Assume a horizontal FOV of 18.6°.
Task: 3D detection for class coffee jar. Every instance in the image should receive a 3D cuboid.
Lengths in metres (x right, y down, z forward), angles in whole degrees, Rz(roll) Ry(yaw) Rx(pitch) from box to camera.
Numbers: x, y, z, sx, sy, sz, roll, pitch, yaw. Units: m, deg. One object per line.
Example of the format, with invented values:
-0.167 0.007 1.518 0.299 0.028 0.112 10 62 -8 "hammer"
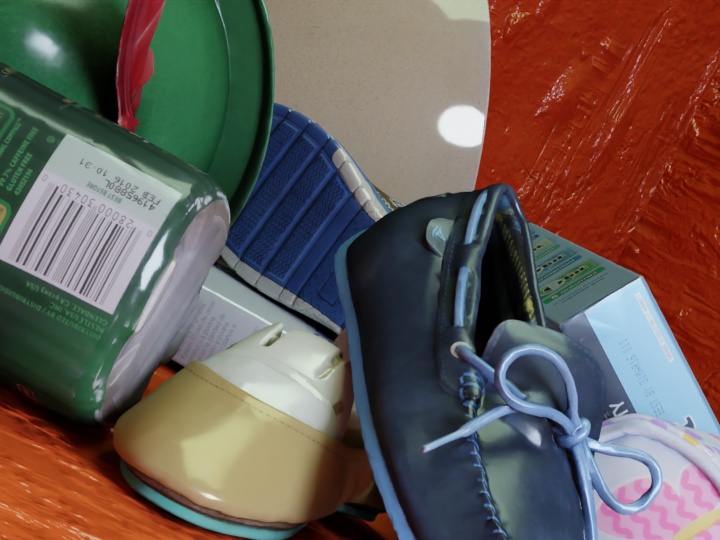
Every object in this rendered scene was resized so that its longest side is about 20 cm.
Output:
-0.143 -0.033 0.669 0.199 0.086 0.104 29 -7 5 "coffee jar"

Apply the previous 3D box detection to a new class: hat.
-0.115 -0.055 0.720 0.164 0.201 0.176 7 19 1 "hat"

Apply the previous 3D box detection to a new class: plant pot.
-0.033 -0.082 1.092 0.133 0.202 0.200 8 9 -17 "plant pot"

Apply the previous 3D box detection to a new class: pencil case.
0.116 0.103 0.784 0.083 0.091 0.200 11 -5 22 "pencil case"

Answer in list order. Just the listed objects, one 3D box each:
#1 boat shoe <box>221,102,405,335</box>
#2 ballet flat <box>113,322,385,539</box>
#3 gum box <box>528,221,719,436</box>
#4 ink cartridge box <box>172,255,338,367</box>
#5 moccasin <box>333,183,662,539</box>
0.000 0.000 0.967 0.200 0.072 0.072 45 6 34 "boat shoe"
-0.022 0.045 0.700 0.068 0.063 0.200 28 3 14 "ballet flat"
0.116 0.069 0.983 0.171 0.044 0.200 61 -6 -12 "gum box"
-0.091 0.006 0.998 0.199 0.041 0.200 28 2 -2 "ink cartridge box"
0.039 0.038 0.651 0.081 0.068 0.201 48 17 -42 "moccasin"
